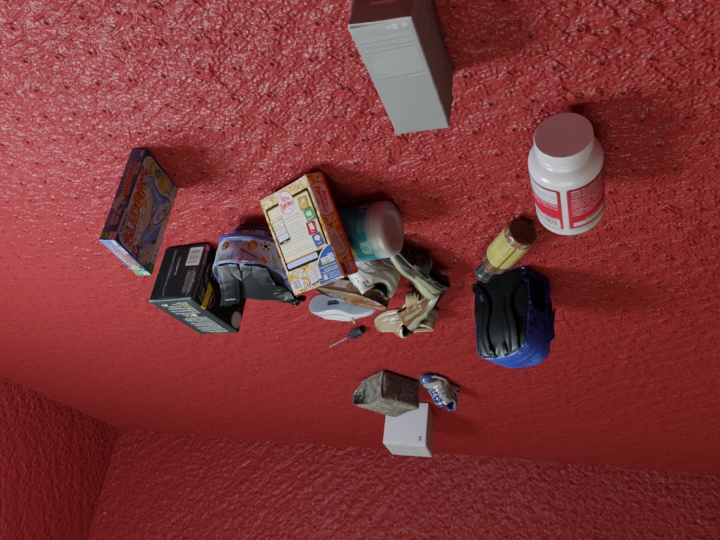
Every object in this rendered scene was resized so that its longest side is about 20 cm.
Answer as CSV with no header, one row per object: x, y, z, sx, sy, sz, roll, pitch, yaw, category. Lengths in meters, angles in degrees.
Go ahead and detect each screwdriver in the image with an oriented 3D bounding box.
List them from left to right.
-0.044,0.198,1.908,0.028,0.029,0.200,21,154,-24,screwdriver

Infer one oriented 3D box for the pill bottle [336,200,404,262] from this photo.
-0.023,-0.070,1.277,0.200,0.111,0.111,-8,149,29,pill bottle

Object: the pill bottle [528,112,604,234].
0.327,-0.151,1.017,0.112,0.112,0.200,-2,151,20,pill bottle

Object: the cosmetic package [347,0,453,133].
0.061,-0.284,0.842,0.090,0.107,0.200,-2,150,18,cosmetic package

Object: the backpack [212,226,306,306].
-0.228,-0.012,1.407,0.200,0.154,0.191,-1,160,5,backpack

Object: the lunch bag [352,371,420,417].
0.086,0.436,2.230,0.164,0.118,0.200,21,146,-25,lunch bag

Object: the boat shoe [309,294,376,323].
-0.031,0.104,1.660,0.202,0.075,0.086,-7,149,32,boat shoe

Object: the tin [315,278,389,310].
-0.018,0.053,1.541,0.200,0.042,0.112,9,168,40,tin

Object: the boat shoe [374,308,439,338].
0.115,0.144,1.700,0.200,0.069,0.074,-17,144,40,boat shoe

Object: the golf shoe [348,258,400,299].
0.000,0.000,1.425,0.200,0.097,0.078,19,153,-17,golf shoe

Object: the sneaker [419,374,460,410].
0.270,0.412,2.163,0.075,0.088,0.200,-16,143,43,sneaker

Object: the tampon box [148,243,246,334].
-0.384,0.049,1.569,0.126,0.150,0.200,-5,151,25,tampon box

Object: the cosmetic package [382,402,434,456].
0.192,0.618,2.501,0.167,0.167,0.200,1,153,14,cosmetic package

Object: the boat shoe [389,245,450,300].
0.128,-0.011,1.405,0.066,0.072,0.201,-29,129,21,boat shoe

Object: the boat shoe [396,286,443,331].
0.142,0.077,1.558,0.074,0.076,0.200,37,140,4,boat shoe

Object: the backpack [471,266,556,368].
0.355,0.118,1.438,0.168,0.200,0.162,25,148,-29,backpack

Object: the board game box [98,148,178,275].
-0.413,-0.109,1.213,0.034,0.200,0.135,1,153,14,board game box

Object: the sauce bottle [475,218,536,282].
0.288,-0.034,1.312,0.066,0.066,0.200,13,154,-10,sauce bottle

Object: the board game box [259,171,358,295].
-0.101,-0.067,1.225,0.151,0.200,0.046,-19,-179,44,board game box
